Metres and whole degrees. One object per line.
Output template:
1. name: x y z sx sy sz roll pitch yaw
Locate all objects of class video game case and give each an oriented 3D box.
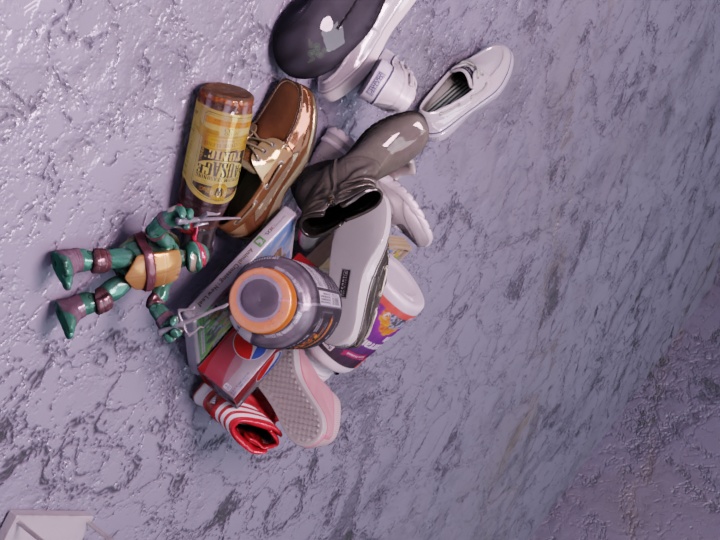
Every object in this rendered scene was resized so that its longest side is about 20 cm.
1. video game case: -0.147 0.030 1.324 0.182 0.022 0.200 -48 169 -22

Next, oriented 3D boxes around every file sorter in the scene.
1. file sorter: -0.366 0.397 1.245 0.201 0.124 0.139 -62 152 1

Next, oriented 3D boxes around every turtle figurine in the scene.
1. turtle figurine: -0.223 0.002 1.148 0.199 0.101 0.150 -15 112 -28

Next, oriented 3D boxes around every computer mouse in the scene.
1. computer mouse: -0.024 -0.307 1.237 0.138 0.053 0.200 36 87 -34

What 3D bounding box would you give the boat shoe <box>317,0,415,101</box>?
1. boat shoe: 0.001 -0.302 1.317 0.068 0.072 0.200 35 94 -34

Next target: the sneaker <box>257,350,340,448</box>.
1. sneaker: -0.089 0.150 1.450 0.075 0.201 0.105 -30 159 10

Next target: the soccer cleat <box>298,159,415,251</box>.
1. soccer cleat: -0.003 -0.097 1.464 0.200 0.086 0.070 -51 151 -20

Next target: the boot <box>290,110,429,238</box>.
1. boot: 0.010 -0.110 1.303 0.199 0.131 0.068 -31 119 2

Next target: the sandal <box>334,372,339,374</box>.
1. sandal: -0.059 0.146 1.603 0.207 0.059 0.079 -57 159 -2

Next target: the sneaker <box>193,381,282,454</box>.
1. sneaker: -0.136 0.209 1.463 0.078 0.116 0.200 -50 150 14

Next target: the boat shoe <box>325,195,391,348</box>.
1. boat shoe: 0.000 0.000 1.361 0.064 0.070 0.201 15 91 -59

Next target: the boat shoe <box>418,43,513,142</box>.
1. boat shoe: 0.160 -0.275 1.595 0.200 0.073 0.067 -51 153 -19

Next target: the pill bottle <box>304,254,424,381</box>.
1. pill bottle: -0.017 0.071 1.497 0.200 0.112 0.111 -42 158 20

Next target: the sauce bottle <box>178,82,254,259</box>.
1. sauce bottle: -0.166 -0.106 1.201 0.066 0.066 0.201 -20 130 -52

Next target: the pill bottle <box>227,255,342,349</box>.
1. pill bottle: -0.090 0.038 1.242 0.107 0.106 0.200 -63 169 1

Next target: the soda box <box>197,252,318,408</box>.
1. soda box: -0.118 0.077 1.380 0.200 0.063 0.070 -50 169 -16

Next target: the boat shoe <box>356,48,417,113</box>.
1. boat shoe: 0.037 -0.228 1.351 0.074 0.065 0.200 -56 -173 18

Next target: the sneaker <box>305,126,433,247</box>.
1. sneaker: 0.011 -0.094 1.412 0.082 0.200 0.075 -47 -179 0

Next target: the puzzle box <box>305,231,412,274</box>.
1. puzzle box: -0.021 -0.002 1.525 0.133 0.025 0.200 -43 159 21

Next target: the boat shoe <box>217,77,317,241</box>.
1. boat shoe: -0.114 -0.127 1.263 0.074 0.075 0.201 5 110 -57
